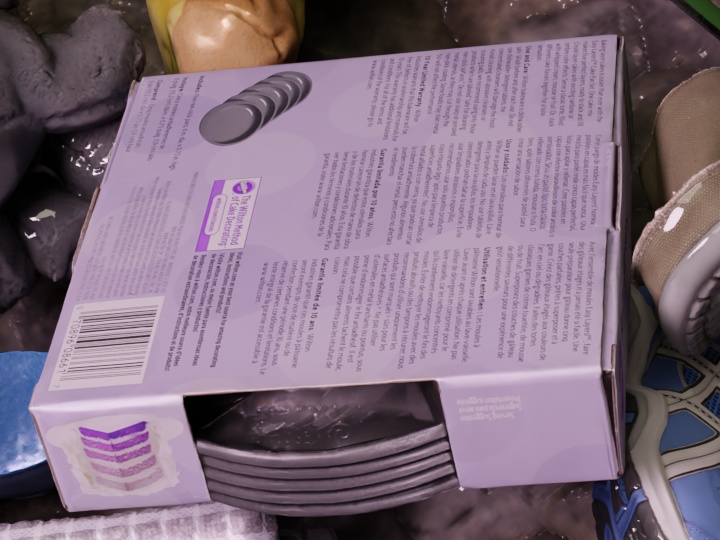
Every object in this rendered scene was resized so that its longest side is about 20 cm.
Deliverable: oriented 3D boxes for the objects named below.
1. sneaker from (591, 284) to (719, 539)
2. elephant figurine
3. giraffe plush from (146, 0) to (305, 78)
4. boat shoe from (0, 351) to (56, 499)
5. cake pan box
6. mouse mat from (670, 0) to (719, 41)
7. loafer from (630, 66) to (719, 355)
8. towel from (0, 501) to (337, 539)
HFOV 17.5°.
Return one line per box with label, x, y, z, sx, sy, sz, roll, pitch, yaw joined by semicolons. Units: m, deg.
sneaker;0.116;0.060;0.792;0.077;0.076;0.200;-3;36;-2
elephant figurine;-0.179;-0.082;0.920;0.141;0.155;0.200;-34;55;-16
giraffe plush;-0.015;-0.157;0.946;0.162;0.173;0.200;-17;16;-7
boat shoe;-0.186;0.074;0.913;0.199;0.069;0.084;3;73;19
cake pan box;-0.001;-0.002;0.779;0.184;0.052;0.200;-7;36;11
mouse mat;0.101;-0.118;0.859;0.008;0.161;0.200;-48;48;13
loafer;0.120;-0.026;0.799;0.070;0.200;0.075;44;106;6
towel;-0.102;0.170;0.824;0.199;0.086;0.166;-10;62;12
